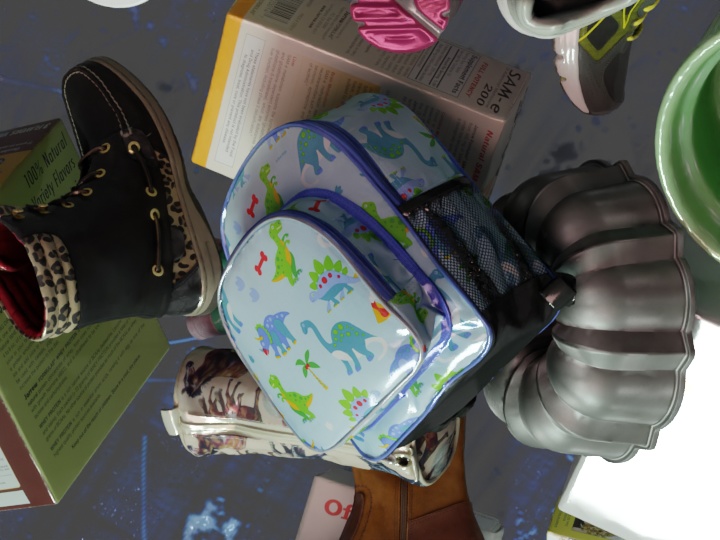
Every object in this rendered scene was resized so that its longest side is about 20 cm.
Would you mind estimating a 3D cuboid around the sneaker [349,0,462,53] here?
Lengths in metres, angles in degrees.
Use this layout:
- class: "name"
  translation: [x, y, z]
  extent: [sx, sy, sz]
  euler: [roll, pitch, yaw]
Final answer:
- class: "sneaker"
  translation: [0.027, -0.240, 1.451]
  extent: [0.081, 0.088, 0.202]
  euler: [1, 99, 15]

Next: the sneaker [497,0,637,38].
- class: "sneaker"
  translation: [0.171, -0.196, 1.351]
  extent: [0.200, 0.092, 0.076]
  euler: [-38, 103, 10]

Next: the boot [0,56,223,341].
- class: "boot"
  translation: [-0.192, -0.047, 1.568]
  extent: [0.073, 0.150, 0.201]
  euler: [-36, 74, 49]

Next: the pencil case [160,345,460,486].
- class: "pencil case"
  translation: [-0.034, 0.101, 1.616]
  extent: [0.199, 0.089, 0.078]
  euler: [6, 107, 20]

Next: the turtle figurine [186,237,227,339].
- class: "turtle figurine"
  translation: [-0.047, 0.000, 1.621]
  extent: [0.199, 0.101, 0.151]
  euler: [-5, 114, 31]

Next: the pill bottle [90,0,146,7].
- class: "pill bottle"
  translation: [-0.121, -0.242, 1.424]
  extent: [0.110, 0.200, 0.112]
  euler: [9, 124, 14]

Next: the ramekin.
- class: "ramekin"
  translation: [0.289, -0.093, 1.440]
  extent: [0.199, 0.098, 0.201]
  euler: [9, 124, 13]

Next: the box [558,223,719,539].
- class: "box"
  translation: [0.244, 0.093, 1.570]
  extent: [0.151, 0.107, 0.201]
  euler: [24, 126, 4]

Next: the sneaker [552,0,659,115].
- class: "sneaker"
  translation: [0.168, -0.184, 1.439]
  extent: [0.084, 0.075, 0.201]
  euler: [8, 124, 14]

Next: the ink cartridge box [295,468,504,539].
- class: "ink cartridge box"
  translation: [0.009, 0.263, 1.713]
  extent: [0.146, 0.083, 0.201]
  euler: [16, 90, 8]

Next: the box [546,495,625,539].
- class: "box"
  translation: [0.233, 0.227, 1.695]
  extent: [0.199, 0.050, 0.076]
  euler: [11, 124, 12]

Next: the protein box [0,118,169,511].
- class: "protein box"
  translation: [-0.267, 0.035, 1.650]
  extent: [0.134, 0.199, 0.201]
  euler: [-9, 118, 28]

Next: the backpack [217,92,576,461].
- class: "backpack"
  translation: [0.000, 0.000, 1.450]
  extent: [0.201, 0.147, 0.183]
  euler: [54, 136, 13]

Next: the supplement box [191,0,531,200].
- class: "supplement box"
  translation: [0.000, -0.102, 1.550]
  extent: [0.199, 0.074, 0.127]
  euler: [23, 127, 6]

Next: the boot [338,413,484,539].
- class: "boot"
  translation: [-0.006, 0.161, 1.648]
  extent: [0.187, 0.068, 0.202]
  euler: [-11, 75, 15]

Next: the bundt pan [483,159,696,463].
- class: "bundt pan"
  translation: [0.132, 0.027, 1.508]
  extent: [0.075, 0.202, 0.203]
  euler: [-1, 132, -28]
